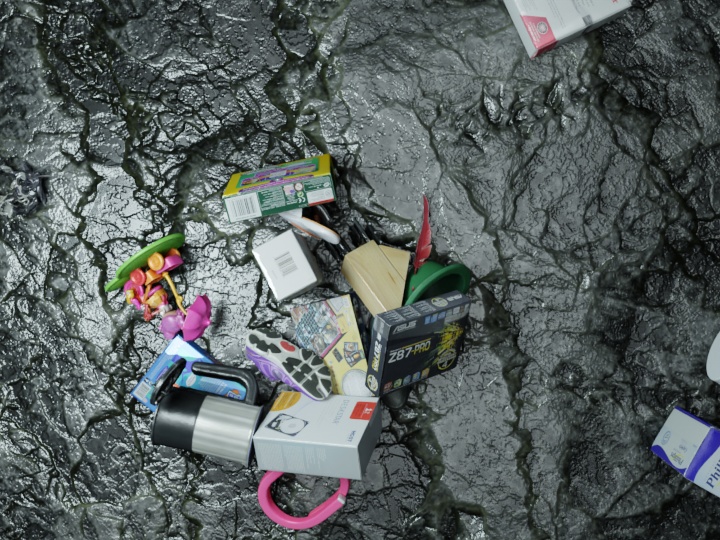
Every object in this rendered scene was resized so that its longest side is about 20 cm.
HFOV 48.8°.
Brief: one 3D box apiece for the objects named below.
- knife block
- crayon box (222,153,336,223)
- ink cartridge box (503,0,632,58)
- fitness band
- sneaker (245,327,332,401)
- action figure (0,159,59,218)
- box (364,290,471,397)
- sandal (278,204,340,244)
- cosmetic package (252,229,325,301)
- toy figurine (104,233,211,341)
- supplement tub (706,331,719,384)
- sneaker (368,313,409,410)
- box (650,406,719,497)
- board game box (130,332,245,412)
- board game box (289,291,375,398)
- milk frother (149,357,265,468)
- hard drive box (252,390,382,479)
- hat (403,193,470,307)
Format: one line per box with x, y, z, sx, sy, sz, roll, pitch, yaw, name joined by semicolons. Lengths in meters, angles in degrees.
0.000;0.000;1.504;0.175;0.064;0.201;13;61;-2;knife block
-0.147;-0.157;1.489;0.199;0.173;0.058;-12;109;2;crayon box
0.392;-0.519;1.519;0.199;0.085;0.146;-25;90;3;ink cartridge box
-0.110;0.421;1.532;0.144;0.037;0.200;43;115;-9;fitness band
-0.139;0.188;1.535;0.200;0.084;0.081;34;46;21;sneaker
-0.693;-0.147;1.545;0.200;0.102;0.119;-35;78;3;action figure
0.106;0.133;1.465;0.200;0.049;0.162;-14;125;-34;box
-0.083;-0.098;1.490;0.079;0.207;0.059;34;85;-33;sandal
-0.128;-0.008;1.478;0.085;0.200;0.108;-28;87;0;cosmetic package
-0.370;0.059;1.516;0.200;0.150;0.184;-35;86;24;toy figurine
0.775;0.187;1.488;0.199;0.132;0.132;23;91;2;supplement tub
0.050;0.176;1.536;0.075;0.079;0.201;-12;91;2;sneaker
0.673;0.358;1.465;0.200;0.184;0.105;29;92;1;box
-0.325;0.243;1.563;0.200;0.045;0.152;38;91;2;board game box
-0.049;0.154;1.537;0.135;0.035;0.201;-14;90;23;board game box
-0.277;0.256;1.440;0.187;0.200;0.181;12;87;2;milk frother
-0.075;0.301;1.471;0.199;0.156;0.077;1;115;16;hard drive box
0.102;0.002;1.545;0.200;0.166;0.176;-32;56;-20;hat
